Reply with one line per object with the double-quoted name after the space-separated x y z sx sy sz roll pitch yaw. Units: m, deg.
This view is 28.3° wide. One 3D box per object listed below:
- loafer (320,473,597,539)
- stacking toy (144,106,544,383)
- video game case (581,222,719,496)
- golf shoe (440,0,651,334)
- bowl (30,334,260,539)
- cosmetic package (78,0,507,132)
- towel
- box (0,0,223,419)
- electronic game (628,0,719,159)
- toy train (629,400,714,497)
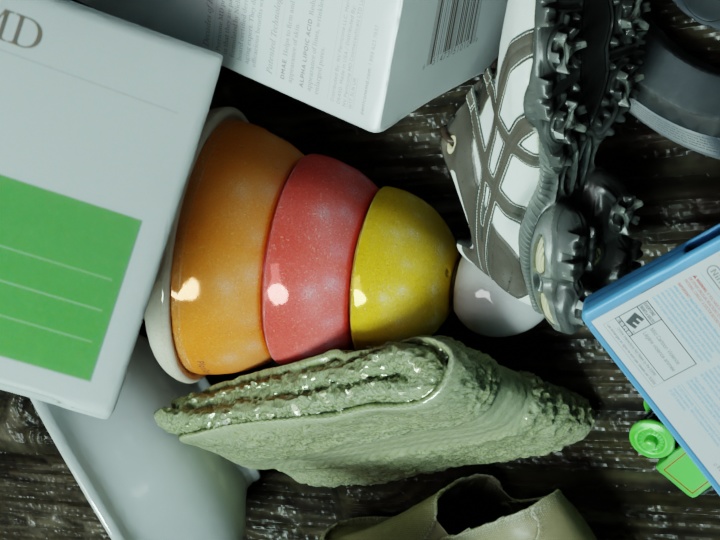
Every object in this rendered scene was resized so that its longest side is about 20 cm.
0.052 0.147 0.785 0.200 0.076 0.067 -7 96 42 "loafer"
0.000 0.000 0.735 0.200 0.146 0.146 10 120 11 "stacking toy"
0.213 0.021 0.585 0.200 0.018 0.143 -32 107 27 "video game case"
0.070 -0.069 0.621 0.094 0.078 0.200 23 128 38 "golf shoe"
-0.122 0.105 0.850 0.201 0.090 0.201 56 170 16 "bowl"
-0.040 -0.150 0.673 0.200 0.113 0.081 26 125 25 "cosmetic package"
0.007 0.080 0.747 0.200 0.148 0.037 -16 63 37 "towel"
-0.196 -0.047 0.666 0.200 0.199 0.171 7 80 70 "box"
0.156 -0.136 0.582 0.200 0.042 0.200 24 130 32 "electronic game"
0.197 0.038 0.646 0.056 0.042 0.200 40 130 -1 "toy train"
